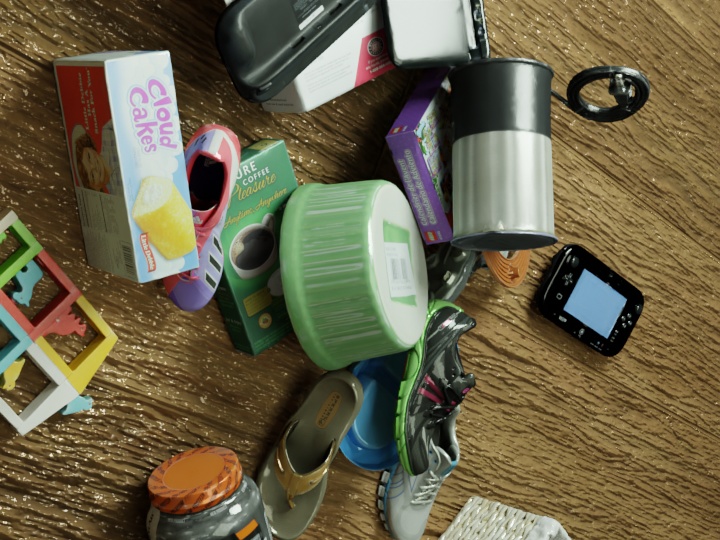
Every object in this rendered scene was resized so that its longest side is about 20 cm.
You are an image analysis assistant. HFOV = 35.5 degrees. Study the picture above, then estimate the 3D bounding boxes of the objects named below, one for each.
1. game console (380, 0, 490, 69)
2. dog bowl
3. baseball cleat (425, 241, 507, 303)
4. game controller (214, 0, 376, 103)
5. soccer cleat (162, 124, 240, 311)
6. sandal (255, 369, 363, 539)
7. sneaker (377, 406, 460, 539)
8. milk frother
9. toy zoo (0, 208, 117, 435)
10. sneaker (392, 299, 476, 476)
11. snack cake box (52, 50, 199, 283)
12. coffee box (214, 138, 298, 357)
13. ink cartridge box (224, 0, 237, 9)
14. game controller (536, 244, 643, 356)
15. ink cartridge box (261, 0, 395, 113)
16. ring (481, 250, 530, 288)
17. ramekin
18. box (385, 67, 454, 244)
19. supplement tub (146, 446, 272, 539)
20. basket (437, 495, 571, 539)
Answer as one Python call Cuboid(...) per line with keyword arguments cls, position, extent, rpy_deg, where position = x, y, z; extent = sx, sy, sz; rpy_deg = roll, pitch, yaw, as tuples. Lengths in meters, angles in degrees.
Cuboid(cls="game console", position=(0.073, -0.318, 1.239), extent=(0.115, 0.176, 0.203), rpy_deg=(-8, 92, 1))
Cuboid(cls="dog bowl", position=(0.034, 0.138, 1.322), extent=(0.111, 0.049, 0.201), rpy_deg=(43, 71, -21))
Cuboid(cls="baseball cleat", position=(0.134, -0.014, 1.358), extent=(0.107, 0.069, 0.201), rpy_deg=(47, 57, -35))
Cuboid(cls="game controller", position=(-0.057, -0.253, 1.082), extent=(0.200, 0.042, 0.105), rpy_deg=(-46, 131, -21))
Cuboid(cls="soccer cleat", position=(-0.158, -0.043, 1.084), extent=(0.066, 0.077, 0.202), rpy_deg=(15, 115, -3))
Cuboid(cls="sandal", position=(-0.059, 0.203, 1.237), extent=(0.080, 0.054, 0.202), rpy_deg=(27, 94, 1))
Cuboid(cls="sneaker", position=(0.079, 0.242, 1.367), extent=(0.074, 0.086, 0.203), rpy_deg=(2, 98, -41))
Cuboid(cls="milk frother", position=(0.204, -0.122, 1.213), extent=(0.180, 0.198, 0.191), rpy_deg=(10, 77, -55))
Cuboid(cls="toy zoo", position=(-0.315, 0.060, 1.054), extent=(0.131, 0.020, 0.201), rpy_deg=(-48, 124, -22))
Cuboid(cls="sneaker", position=(0.085, 0.136, 1.260), extent=(0.077, 0.083, 0.203), rpy_deg=(-27, 129, -83))
Cuboid(cls="snack cake box", position=(-0.218, -0.099, 1.044), extent=(0.067, 0.114, 0.203), rpy_deg=(-17, 109, -33))
Cuboid(cls="coffee box", position=(-0.108, -0.026, 1.193), extent=(0.122, 0.044, 0.202), rpy_deg=(-33, 118, -31))
Cuboid(cls="ink cartridge box", position=(-0.077, -0.329, 1.058), extent=(0.200, 0.045, 0.177), rpy_deg=(-45, 145, -22))
Cuboid(cls="game controller", position=(0.317, 0.044, 1.544), extent=(0.199, 0.042, 0.105), rpy_deg=(30, 79, -38))
Cuboid(cls="ink cartridge box", position=(-0.055, -0.284, 1.163), extent=(0.145, 0.083, 0.202), rpy_deg=(-30, 115, -30))
Cuboid(cls="ring", position=(0.179, -0.080, 1.371), extent=(0.200, 0.019, 0.203), rpy_deg=(27, 59, -59))
Cuboid(cls="ramekin", position=(0.000, 0.000, 1.191), extent=(0.200, 0.097, 0.203), rpy_deg=(-8, 90, -69))
Cuboid(cls="box", position=(0.094, -0.142, 1.283), extent=(0.138, 0.039, 0.201), rpy_deg=(67, 30, -26))
Cuboid(cls="supplement tub", position=(-0.149, 0.294, 1.167), extent=(0.122, 0.122, 0.202), rpy_deg=(-26, 113, -33))
Cuboid(cls="basket", position=(0.182, 0.426, 1.436), extent=(0.200, 0.160, 0.199), rpy_deg=(-48, 124, -21))
